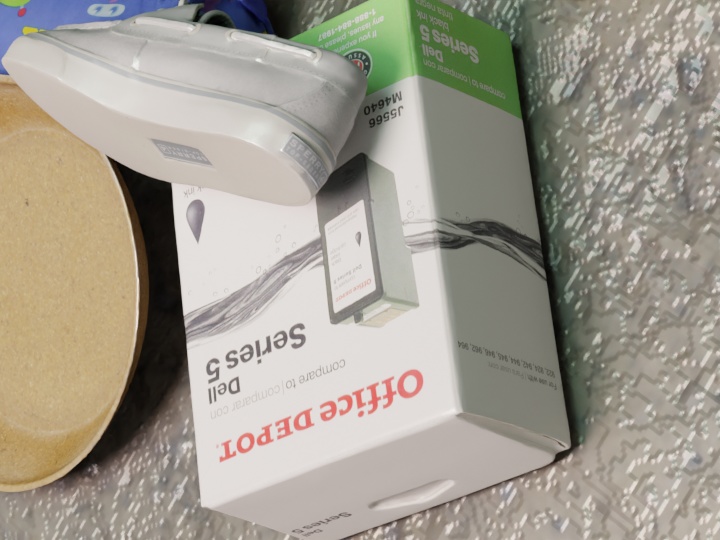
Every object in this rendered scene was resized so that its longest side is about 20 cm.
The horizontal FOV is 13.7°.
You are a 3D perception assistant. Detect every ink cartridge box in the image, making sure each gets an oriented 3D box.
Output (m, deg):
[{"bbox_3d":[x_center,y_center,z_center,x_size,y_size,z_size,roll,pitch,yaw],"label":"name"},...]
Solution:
[{"bbox_3d":[0.000,0.000,1.306,0.145,0.084,0.201,-23,62,33],"label":"ink cartridge box"}]

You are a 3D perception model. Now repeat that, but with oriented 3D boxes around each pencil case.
[{"bbox_3d":[-0.128,-0.114,1.450,0.199,0.078,0.087,8,55,41],"label":"pencil case"}]

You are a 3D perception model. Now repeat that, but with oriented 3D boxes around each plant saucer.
[{"bbox_3d":[-0.164,0.006,1.448,0.200,0.035,0.201,3,95,42],"label":"plant saucer"}]

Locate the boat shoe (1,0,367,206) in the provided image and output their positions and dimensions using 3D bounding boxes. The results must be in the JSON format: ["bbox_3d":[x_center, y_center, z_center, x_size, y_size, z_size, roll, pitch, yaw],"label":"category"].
[{"bbox_3d":[-0.077,-0.084,1.303,0.200,0.072,0.069,13,62,49],"label":"boat shoe"}]
